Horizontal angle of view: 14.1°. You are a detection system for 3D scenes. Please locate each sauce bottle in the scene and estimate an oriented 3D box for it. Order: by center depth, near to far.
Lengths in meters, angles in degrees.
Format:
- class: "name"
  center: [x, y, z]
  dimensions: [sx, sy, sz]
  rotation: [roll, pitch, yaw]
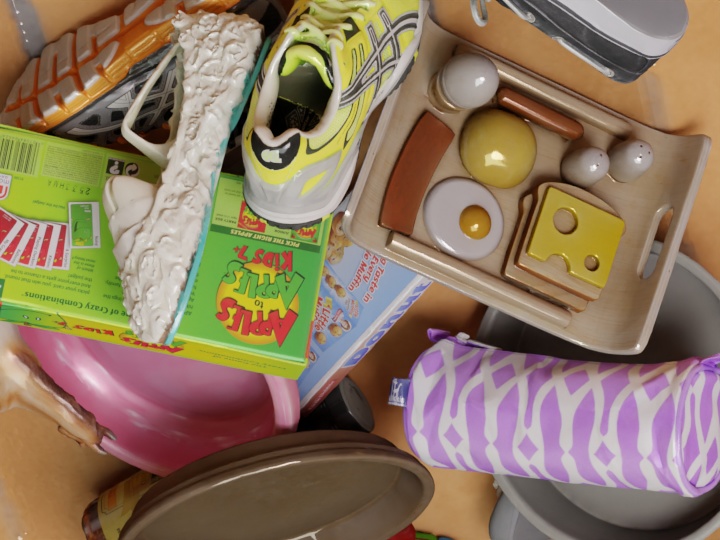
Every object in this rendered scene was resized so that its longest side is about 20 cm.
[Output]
- class: "sauce bottle"
  center: [-0.083, 0.130, 1.857]
  dimensions: [0.200, 0.066, 0.066]
  rotation: [-30, 119, 15]

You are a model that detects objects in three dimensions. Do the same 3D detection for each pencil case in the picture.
- class: "pencil case"
  center: [0.122, 0.084, 1.735]
  dimensions: [0.199, 0.086, 0.084]
  rotation: [6, 168, 29]

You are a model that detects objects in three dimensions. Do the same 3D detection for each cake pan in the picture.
- class: "cake pan"
  center: [0.161, 0.075, 1.776]
  dimensions: [0.200, 0.037, 0.201]
  rotation: [4, 98, 30]

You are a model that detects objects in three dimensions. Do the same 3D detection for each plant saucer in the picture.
- class: "plant saucer"
  center: [-0.121, 0.044, 1.768]
  dimensions: [0.200, 0.051, 0.201]
  rotation: [19, 138, 17]
- class: "plant saucer"
  center: [-0.054, 0.145, 1.784]
  dimensions: [0.199, 0.030, 0.200]
  rotation: [-12, 156, -5]

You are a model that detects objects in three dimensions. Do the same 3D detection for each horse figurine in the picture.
- class: "horse figurine"
  center: [-0.236, 0.026, 1.754]
  dimensions: [0.050, 0.132, 0.201]
  rotation: [-38, 121, -29]

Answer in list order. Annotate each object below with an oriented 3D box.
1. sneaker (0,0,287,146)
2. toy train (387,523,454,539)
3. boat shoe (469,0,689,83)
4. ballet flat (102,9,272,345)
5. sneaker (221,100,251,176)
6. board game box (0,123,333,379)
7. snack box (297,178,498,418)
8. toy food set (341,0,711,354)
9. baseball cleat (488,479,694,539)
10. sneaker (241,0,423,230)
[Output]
- class: "sneaker"
  center: [-0.127, -0.109, 1.690]
  dimensions: [0.200, 0.078, 0.077]
  rotation: [-29, 124, 17]
- class: "toy train"
  center: [0.057, 0.244, 1.854]
  dimensions: [0.115, 0.200, 0.085]
  rotation: [8, 124, -11]
- class: "boat shoe"
  center: [0.089, -0.176, 1.650]
  dimensions: [0.199, 0.074, 0.068]
  rotation: [30, 138, -12]
- class: "ballet flat"
  center: [-0.106, -0.055, 1.604]
  dimensions: [0.071, 0.201, 0.072]
  rotation: [15, 159, 6]
- class: "sneaker"
  center: [-0.064, -0.068, 1.720]
  dimensions: [0.082, 0.077, 0.200]
  rotation: [27, 119, -10]
- class: "board game box"
  center: [-0.121, -0.010, 1.651]
  dimensions: [0.199, 0.102, 0.048]
  rotation: [12, 166, -6]
- class: "snack box"
  center: [0.000, 0.000, 1.769]
  dimensions: [0.072, 0.024, 0.200]
  rotation: [51, 117, 16]
- class: "toy food set"
  center: [0.097, -0.053, 1.685]
  dimensions: [0.199, 0.144, 0.060]
  rotation: [24, 162, -15]
- class: "baseball cleat"
  center: [0.161, 0.132, 1.832]
  dimensions: [0.070, 0.107, 0.200]
  rotation: [7, 132, -47]
- class: "sneaker"
  center: [-0.012, -0.121, 1.614]
  dimensions: [0.075, 0.201, 0.076]
  rotation: [12, 154, 9]
